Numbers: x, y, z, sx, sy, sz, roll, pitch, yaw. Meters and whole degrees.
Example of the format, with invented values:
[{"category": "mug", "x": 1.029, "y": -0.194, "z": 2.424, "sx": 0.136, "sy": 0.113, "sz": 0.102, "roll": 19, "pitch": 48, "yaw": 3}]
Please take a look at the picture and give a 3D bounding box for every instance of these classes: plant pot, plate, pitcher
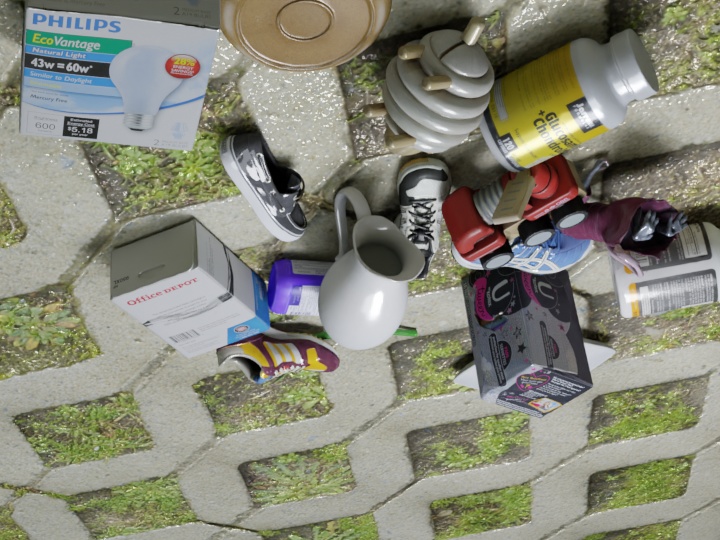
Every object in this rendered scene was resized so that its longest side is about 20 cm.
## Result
[{"category": "plant pot", "x": -0.062, "y": -0.284, "z": 1.457, "sx": 0.198, "sy": 0.028, "sz": 0.201, "roll": -4, "pitch": 147, "yaw": -2}, {"category": "plate", "x": 0.282, "y": 0.147, "z": 2.158, "sx": 0.198, "sy": 0.033, "sz": 0.199, "roll": 16, "pitch": 140, "yaw": -30}, {"category": "pitcher", "x": 0.000, "y": 0.000, "z": 1.772, "sx": 0.120, "sy": 0.173, "sz": 0.201, "roll": -16, "pitch": 152, "yaw": -25}]

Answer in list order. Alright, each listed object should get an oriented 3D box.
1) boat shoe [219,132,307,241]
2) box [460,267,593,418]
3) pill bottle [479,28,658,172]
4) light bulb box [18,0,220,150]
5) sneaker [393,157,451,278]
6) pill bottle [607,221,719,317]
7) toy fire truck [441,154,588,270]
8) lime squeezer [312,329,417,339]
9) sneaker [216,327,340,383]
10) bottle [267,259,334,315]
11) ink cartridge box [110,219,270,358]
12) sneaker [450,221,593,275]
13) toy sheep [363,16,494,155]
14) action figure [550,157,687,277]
[{"category": "boat shoe", "x": -0.106, "y": -0.109, "z": 1.683, "sx": 0.066, "sy": 0.070, "sz": 0.200, "roll": -16, "pitch": 138, "yaw": 18}, {"category": "box", "x": 0.239, "y": 0.089, "z": 1.909, "sx": 0.131, "sy": 0.202, "sz": 0.115, "roll": 20, "pitch": 137, "yaw": -35}, {"category": "pill bottle", "x": 0.243, "y": -0.203, "z": 1.549, "sx": 0.199, "sy": 0.113, "sz": 0.112, "roll": -25, "pitch": 143, "yaw": 26}, {"category": "light bulb box", "x": -0.257, "y": -0.244, "z": 1.396, "sx": 0.196, "sy": 0.126, "sz": 0.201, "roll": 4, "pitch": 147, "yaw": -14}, {"category": "sneaker", "x": 0.085, "y": -0.065, "z": 1.756, "sx": 0.075, "sy": 0.088, "sz": 0.201, "roll": -2, "pitch": 145, "yaw": -3}, {"category": "pill bottle", "x": 0.459, "y": -0.005, "z": 1.879, "sx": 0.198, "sy": 0.117, "sz": 0.117, "roll": -10, "pitch": 147, "yaw": 8}, {"category": "toy fire truck", "x": 0.179, "y": -0.079, "z": 1.658, "sx": 0.175, "sy": 0.130, "sz": 0.199, "roll": -29, "pitch": 156, "yaw": 22}, {"category": "lime squeezer", "x": -0.009, "y": 0.093, "z": 2.040, "sx": 0.198, "sy": 0.038, "sz": 0.071, "roll": -5, "pitch": 179, "yaw": -2}, {"category": "sneaker", "x": -0.127, "y": 0.138, "z": 2.005, "sx": 0.198, "sy": 0.091, "sz": 0.075, "roll": 18, "pitch": 147, "yaw": -17}, {"category": "bottle", "x": -0.032, "y": 0.027, "z": 1.896, "sx": 0.198, "sy": 0.066, "sz": 0.084, "roll": 3, "pitch": 142, "yaw": -13}, {"category": "ink cartridge box", "x": -0.237, "y": 0.029, "z": 1.847, "sx": 0.143, "sy": 0.085, "sz": 0.200, "roll": -19, "pitch": 145, "yaw": 18}, {"category": "sneaker", "x": 0.227, "y": -0.034, "z": 1.820, "sx": 0.198, "sy": 0.077, "sz": 0.077, "roll": -5, "pitch": 172, "yaw": -5}, {"category": "toy sheep", "x": 0.086, "y": -0.207, "z": 1.505, "sx": 0.137, "sy": 0.139, "sz": 0.200, "roll": 13, "pitch": 137, "yaw": -27}, {"category": "action figure", "x": 0.326, "y": -0.057, "z": 1.753, "sx": 0.199, "sy": 0.150, "sz": 0.134, "roll": 8, "pitch": 153, "yaw": 45}]
